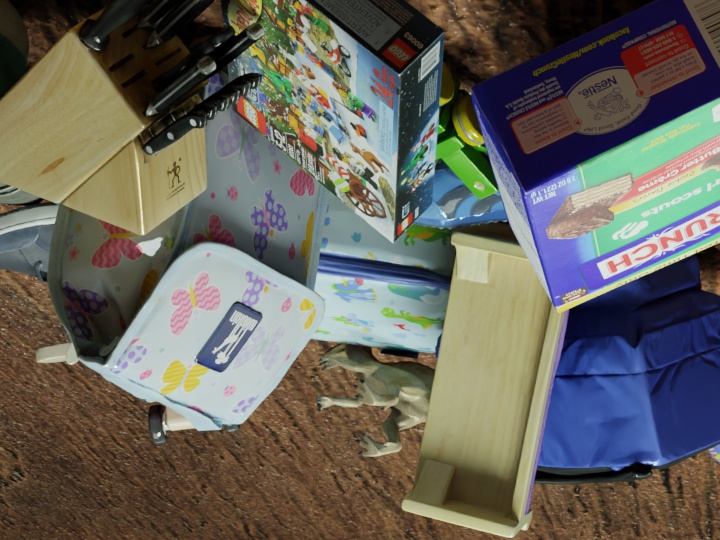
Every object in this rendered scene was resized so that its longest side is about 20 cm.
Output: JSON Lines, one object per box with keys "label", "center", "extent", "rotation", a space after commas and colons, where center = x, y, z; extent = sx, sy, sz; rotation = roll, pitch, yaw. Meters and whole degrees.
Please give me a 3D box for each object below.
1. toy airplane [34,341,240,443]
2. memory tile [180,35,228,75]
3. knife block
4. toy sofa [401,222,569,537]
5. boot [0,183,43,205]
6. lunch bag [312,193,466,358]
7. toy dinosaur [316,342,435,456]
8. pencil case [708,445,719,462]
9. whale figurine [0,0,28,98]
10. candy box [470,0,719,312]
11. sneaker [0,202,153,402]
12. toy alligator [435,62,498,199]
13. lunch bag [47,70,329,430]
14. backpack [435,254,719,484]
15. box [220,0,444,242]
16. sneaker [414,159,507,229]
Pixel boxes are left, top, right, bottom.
{"label": "toy airplane", "center": [-0.141, 0.045, 1.670], "extent": [0.199, 0.143, 0.198], "rotation": [-22, -163, -40]}
{"label": "memory tile", "center": [-0.063, -0.107, 1.344], "extent": [0.152, 0.017, 0.200], "rotation": [3, 160, 20]}
{"label": "knife block", "center": [-0.147, -0.119, 1.157], "extent": [0.199, 0.064, 0.177], "rotation": [20, 129, 29]}
{"label": "toy sofa", "center": [0.093, 0.071, 1.372], "extent": [0.082, 0.202, 0.098], "rotation": [12, -173, 14]}
{"label": "boot", "center": [-0.329, -0.083, 1.473], "extent": [0.198, 0.068, 0.131], "rotation": [11, 167, 1]}
{"label": "lunch bag", "center": [0.000, 0.000, 1.506], "extent": [0.159, 0.083, 0.200], "rotation": [10, 164, 0]}
{"label": "toy dinosaur", "center": [0.035, 0.099, 1.547], "extent": [0.199, 0.059, 0.101], "rotation": [34, -144, 30]}
{"label": "pencil case", "center": [0.347, 0.105, 1.643], "extent": [0.086, 0.079, 0.200], "rotation": [-14, 172, -27]}
{"label": "whale figurine", "center": [-0.305, -0.133, 1.246], "extent": [0.198, 0.105, 0.159], "rotation": [15, 161, -24]}
{"label": "candy box", "center": [0.162, -0.069, 1.151], "extent": [0.168, 0.078, 0.200], "rotation": [-25, 158, 2]}
{"label": "sneaker", "center": [-0.198, 0.026, 1.526], "extent": [0.200, 0.148, 0.077], "rotation": [-3, 165, 1]}
{"label": "toy alligator", "center": [0.058, -0.088, 1.248], "extent": [0.059, 0.055, 0.200], "rotation": [-23, 131, 37]}
{"label": "lunch bag", "center": [-0.104, -0.011, 1.297], "extent": [0.126, 0.202, 0.169], "rotation": [0, 160, 31]}
{"label": "backpack", "center": [0.157, 0.066, 1.463], "extent": [0.199, 0.170, 0.162], "rotation": [-10, 177, 39]}
{"label": "box", "center": [-0.018, -0.111, 1.147], "extent": [0.136, 0.038, 0.200], "rotation": [39, 161, 17]}
{"label": "sneaker", "center": [0.094, -0.071, 1.315], "extent": [0.198, 0.066, 0.079], "rotation": [4, 128, 26]}
